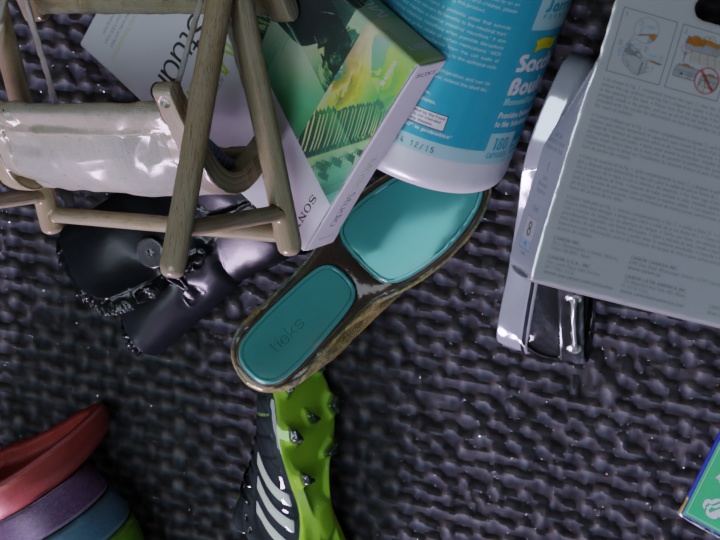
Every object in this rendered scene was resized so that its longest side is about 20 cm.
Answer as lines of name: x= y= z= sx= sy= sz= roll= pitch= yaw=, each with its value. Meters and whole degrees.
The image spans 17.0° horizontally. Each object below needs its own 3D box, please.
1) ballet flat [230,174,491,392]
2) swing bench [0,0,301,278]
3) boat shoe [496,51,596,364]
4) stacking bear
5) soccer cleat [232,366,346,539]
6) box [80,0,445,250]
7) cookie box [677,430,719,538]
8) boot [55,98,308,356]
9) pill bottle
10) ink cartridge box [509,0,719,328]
ballet flat: x=0.000 y=0.000 z=1.510 sx=0.200 sy=0.071 sz=0.071 roll=-43 pitch=88 yaw=3
swing bench: x=-0.148 y=-0.107 z=1.381 sx=0.199 sy=0.130 sz=0.200 roll=5 pitch=100 yaw=33
boat shoe: x=0.131 y=-0.033 z=1.446 sx=0.068 sy=0.074 sz=0.200 roll=17 pitch=115 yaw=15
stacking bear: x=-0.186 y=0.213 z=1.647 sx=0.121 sy=0.114 sz=0.200 roll=-26 pitch=101 yaw=28
soccer cleat: x=-0.052 y=0.138 z=1.588 sx=0.081 sy=0.067 sz=0.200 roll=3 pitch=110 yaw=35
box: x=-0.061 y=-0.129 z=1.412 sx=0.200 sy=0.036 sz=0.144 roll=42 pitch=121 yaw=16
cookie box: x=0.272 y=0.047 z=1.361 sx=0.075 sy=0.171 sz=0.200 roll=28 pitch=116 yaw=14
boot: x=-0.136 y=-0.057 z=1.546 sx=0.168 sy=0.076 sz=0.200 roll=-31 pitch=100 yaw=24
pill bottle: x=0.064 y=-0.154 z=1.411 sx=0.111 sy=0.111 sz=0.200 roll=26 pitch=116 yaw=12
ink cartridge box: x=0.190 y=-0.074 z=1.392 sx=0.160 sy=0.047 sz=0.200 roll=14 pitch=98 yaw=-16
